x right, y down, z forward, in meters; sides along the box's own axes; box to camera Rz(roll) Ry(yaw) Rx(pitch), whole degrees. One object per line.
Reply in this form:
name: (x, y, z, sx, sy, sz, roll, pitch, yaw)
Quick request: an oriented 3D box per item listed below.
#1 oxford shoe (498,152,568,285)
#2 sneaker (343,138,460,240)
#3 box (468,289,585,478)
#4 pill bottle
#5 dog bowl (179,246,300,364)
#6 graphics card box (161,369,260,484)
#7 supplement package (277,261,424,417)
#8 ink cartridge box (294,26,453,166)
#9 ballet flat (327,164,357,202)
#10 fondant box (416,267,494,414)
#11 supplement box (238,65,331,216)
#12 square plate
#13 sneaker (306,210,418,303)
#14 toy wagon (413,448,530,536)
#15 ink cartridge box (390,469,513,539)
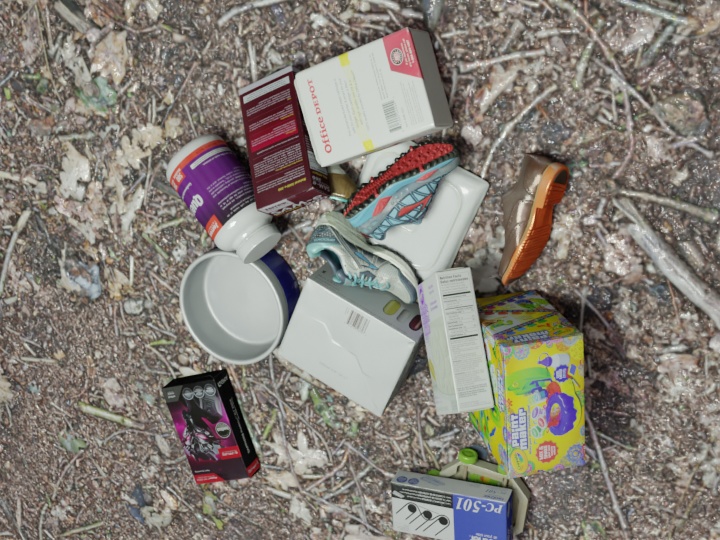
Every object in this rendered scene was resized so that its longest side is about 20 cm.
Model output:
oxford shoe: (0.240, -0.076, 1.483, 0.073, 0.071, 0.202, 33, 115, 31)
sneaker: (0.074, -0.118, 1.507, 0.199, 0.080, 0.096, -32, 124, 21)
box: (0.235, 0.161, 1.471, 0.120, 0.193, 0.203, -8, 109, -9)
pill bottle: (-0.216, -0.112, 1.615, 0.112, 0.112, 0.201, -44, 77, 30)
dog bowl: (-0.203, 0.052, 1.705, 0.197, 0.079, 0.203, 8, 112, 21)
graphics card box: (-0.272, 0.287, 1.837, 0.124, 0.051, 0.203, -11, 103, 27)
supplement package: (-0.006, 0.103, 1.619, 0.198, 0.111, 0.157, 30, 118, 10)
ink cartridge box: (0.019, -0.252, 1.485, 0.198, 0.083, 0.147, -15, 92, 27)
ballet flat: (-0.080, -0.157, 1.584, 0.198, 0.067, 0.074, 14, 101, 31)
fondant box: (0.137, 0.108, 1.485, 0.057, 0.144, 0.203, -7, 82, -9)
supplement box: (-0.116, -0.196, 1.541, 0.108, 0.061, 0.203, -17, 73, 28)
square plate: (0.074, -0.092, 1.562, 0.196, 0.028, 0.202, 29, 117, 11)
sneaker: (0.000, 0.000, 1.576, 0.199, 0.087, 0.078, 35, 150, 0)
toy wagon: (0.181, 0.372, 1.677, 0.197, 0.040, 0.158, 14, 113, 19)
ink cartridge box: (0.150, 0.392, 1.649, 0.197, 0.044, 0.095, 5, 112, 23)
